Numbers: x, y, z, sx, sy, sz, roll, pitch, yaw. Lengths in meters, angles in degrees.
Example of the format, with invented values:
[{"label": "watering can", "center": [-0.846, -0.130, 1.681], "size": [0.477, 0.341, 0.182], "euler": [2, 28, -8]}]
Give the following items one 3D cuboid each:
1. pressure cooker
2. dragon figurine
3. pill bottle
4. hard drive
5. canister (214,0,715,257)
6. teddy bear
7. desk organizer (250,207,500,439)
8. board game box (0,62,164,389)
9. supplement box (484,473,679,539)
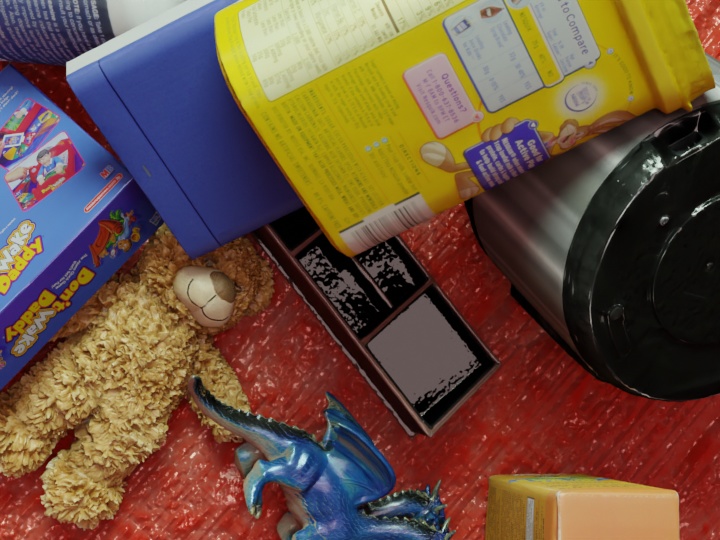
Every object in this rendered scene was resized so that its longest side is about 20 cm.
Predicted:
[{"label": "pressure cooker", "center": [0.155, -0.045, 0.797], "size": [0.178, 0.200, 0.176], "euler": [-38, 126, 0]}, {"label": "dragon figurine", "center": [-0.018, 0.112, 0.817], "size": [0.099, 0.059, 0.201], "euler": [-32, 109, -1]}, {"label": "pill bottle", "center": [-0.142, -0.167, 0.781], "size": [0.198, 0.111, 0.112], "euler": [7, 85, 19]}, {"label": "hard drive", "center": [-0.032, -0.097, 0.734], "size": [0.199, 0.025, 0.132], "euler": [-25, 128, 8]}, {"label": "canister", "center": [0.048, -0.106, 0.672], "size": [0.199, 0.087, 0.149], "euler": [-26, 129, 11]}, {"label": "teddy bear", "center": [-0.132, 0.055, 0.822], "size": [0.199, 0.067, 0.146], "euler": [-33, 92, -6]}, {"label": "desk organizer", "center": [0.000, 0.000, 0.834], "size": [0.072, 0.077, 0.200], "euler": [-38, 91, -7]}, {"label": "board game box", "center": [-0.222, -0.004, 0.794], "size": [0.200, 0.045, 0.134], "euler": [-46, 57, -7]}, {"label": "supplement box", "center": [0.115, 0.147, 0.774], "size": [0.066, 0.200, 0.070], "euler": [1, 82, -5]}]
